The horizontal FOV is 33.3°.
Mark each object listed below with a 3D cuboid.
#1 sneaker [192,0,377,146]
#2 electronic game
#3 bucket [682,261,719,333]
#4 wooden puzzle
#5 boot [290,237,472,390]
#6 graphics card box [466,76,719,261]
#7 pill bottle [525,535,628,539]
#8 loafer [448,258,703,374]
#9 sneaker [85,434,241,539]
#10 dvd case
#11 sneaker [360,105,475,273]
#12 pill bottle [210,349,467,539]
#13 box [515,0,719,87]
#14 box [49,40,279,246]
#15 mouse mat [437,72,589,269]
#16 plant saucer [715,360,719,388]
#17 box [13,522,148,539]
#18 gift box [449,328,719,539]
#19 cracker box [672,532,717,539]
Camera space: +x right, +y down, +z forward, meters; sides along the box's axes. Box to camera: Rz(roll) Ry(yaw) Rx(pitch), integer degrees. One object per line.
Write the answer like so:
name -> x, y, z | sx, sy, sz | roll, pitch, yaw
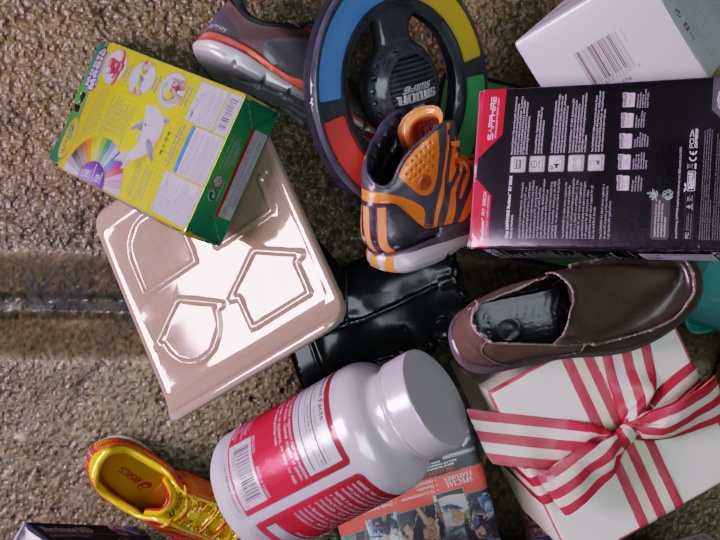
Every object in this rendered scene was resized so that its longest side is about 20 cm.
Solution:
sneaker -> -0.038, -0.168, 1.012 | 0.199, 0.077, 0.082 | 28, 76, -17
electronic game -> 0.033, -0.148, 0.977 | 0.199, 0.041, 0.201 | -5, 98, -42
bucket -> 0.319, -0.039, 1.016 | 0.134, 0.207, 0.209 | 9, 94, -4
wooden puzzle -> -0.112, -0.005, 0.972 | 0.185, 0.046, 0.201 | -31, 71, 25
boot -> 0.000, -0.001, 1.032 | 0.162, 0.073, 0.199 | -20, 97, -9
graphics card box -> 0.181, -0.072, 0.877 | 0.199, 0.051, 0.126 | 0, 80, 30
pill bottle -> 0.160, 0.288, 1.042 | 0.199, 0.111, 0.112 | -2, 96, -30
loafer -> 0.165, 0.031, 0.903 | 0.199, 0.071, 0.073 | -19, 76, -1
sneaker -> -0.146, 0.208, 1.027 | 0.199, 0.077, 0.073 | 26, 89, -11
dvd case -> 0.055, 0.249, 1.088 | 0.145, 0.022, 0.201 | -16, 96, -6
sneaker -> 0.081, -0.082, 0.957 | 0.199, 0.077, 0.113 | -28, 121, -37
pill bottle -> -0.017, 0.145, 0.982 | 0.199, 0.112, 0.113 | -31, 100, 26
box -> 0.232, -0.204, 0.971 | 0.098, 0.124, 0.200 | 56, 43, -10
box -> -0.166, -0.107, 0.966 | 0.048, 0.199, 0.118 | 23, 93, -54
mouse mat -> 0.155, -0.083, 1.055 | 0.199, 0.008, 0.162 | 12, 74, -8
plant saucer -> 0.422, 0.120, 1.125 | 0.199, 0.032, 0.202 | -1, 95, -7
box -> -0.179, 0.296, 0.951 | 0.199, 0.148, 0.108 | 28, 90, 26
gift box -> 0.181, 0.113, 1.010 | 0.184, 0.187, 0.201 | -33, 100, -5
cracker box -> 0.224, 0.302, 0.982 | 0.199, 0.058, 0.135 | -4, 105, -33
